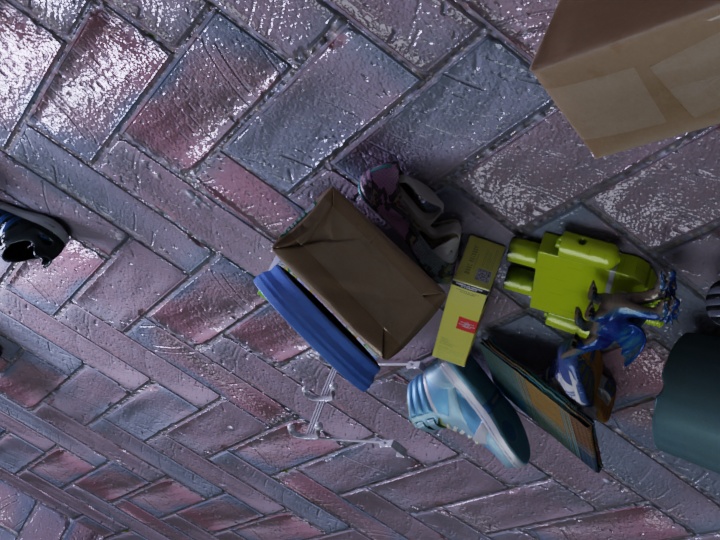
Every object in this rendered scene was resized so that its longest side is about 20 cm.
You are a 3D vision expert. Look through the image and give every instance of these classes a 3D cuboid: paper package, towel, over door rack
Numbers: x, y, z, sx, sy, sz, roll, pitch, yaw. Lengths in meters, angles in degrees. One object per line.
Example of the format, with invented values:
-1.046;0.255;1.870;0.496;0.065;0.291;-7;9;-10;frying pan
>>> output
0.000;0.008;1.287;0.191;0.103;0.200;43;179;3;paper package
0.258;-0.202;0.840;0.200;0.191;0.103;-14;129;45;paper package
0.249;0.182;1.480;0.200;0.022;0.147;39;165;35;towel
-0.007;0.192;1.646;0.199;0.148;0.067;4;148;31;over door rack

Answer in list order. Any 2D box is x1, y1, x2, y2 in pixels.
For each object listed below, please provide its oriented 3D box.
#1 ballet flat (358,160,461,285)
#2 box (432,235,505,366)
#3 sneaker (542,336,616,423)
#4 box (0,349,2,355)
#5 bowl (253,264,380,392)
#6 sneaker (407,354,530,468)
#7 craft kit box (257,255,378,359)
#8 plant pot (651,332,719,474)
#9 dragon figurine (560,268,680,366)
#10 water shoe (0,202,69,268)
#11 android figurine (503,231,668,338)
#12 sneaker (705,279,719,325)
0.077;-0.056;1.309;0.071;0.069;0.200;-23;127;27;ballet flat
0.137;0.043;1.397;0.050;0.075;0.200;20;147;7;box
0.276;0.146;1.437;0.088;0.075;0.200;12;154;29;sneaker
-0.833;0.134;2.162;0.148;0.107;0.200;15;146;16;box
-0.052;0.069;1.368;0.201;0.039;0.201;45;179;1;bowl
0.146;0.217;1.560;0.130;0.079;0.200;-39;81;29;sneaker
-0.039;0.045;1.495;0.197;0.049;0.200;38;157;1;craft kit box
0.458;0.166;1.262;0.196;0.200;0.200;13;147;32;plant pot
0.299;0.069;1.254;0.099;0.059;0.200;17;138;0;dragon figurine
-0.561;-0.057;1.720;0.199;0.079;0.072;10;145;23;water shoe
0.271;0.020;1.303;0.199;0.041;0.182;18;148;13;android figurine
0.482;0.035;1.178;0.199;0.075;0.088;4;174;22;sneaker
